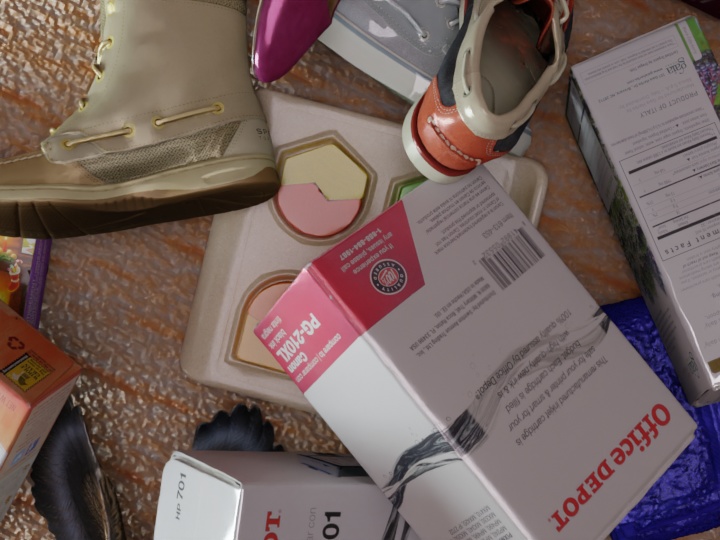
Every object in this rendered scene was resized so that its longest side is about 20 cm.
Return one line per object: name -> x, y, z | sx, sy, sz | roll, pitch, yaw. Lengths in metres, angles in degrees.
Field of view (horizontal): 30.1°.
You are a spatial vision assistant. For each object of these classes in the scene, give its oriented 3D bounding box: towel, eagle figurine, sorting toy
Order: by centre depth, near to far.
towel -> 0.229, 0.076, 0.803 | 0.197, 0.050, 0.150 | -15, 91, 4
eagle figurine -> -0.131, 0.183, 0.808 | 0.151, 0.150, 0.202 | 25, 56, -35
sorting toy -> 0.000, 0.000, 0.824 | 0.197, 0.036, 0.188 | 14, 92, 4

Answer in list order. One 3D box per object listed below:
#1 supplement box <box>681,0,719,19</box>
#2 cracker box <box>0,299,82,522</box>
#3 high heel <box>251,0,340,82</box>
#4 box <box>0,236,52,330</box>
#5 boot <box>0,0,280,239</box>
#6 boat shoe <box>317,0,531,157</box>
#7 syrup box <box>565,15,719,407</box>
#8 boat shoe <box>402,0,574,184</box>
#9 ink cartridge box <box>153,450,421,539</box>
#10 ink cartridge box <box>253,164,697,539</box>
supplement box -> 0.195, -0.220, 0.766 | 0.198, 0.086, 0.112 | 23, 92, -8
cracker box -> -0.264, 0.096, 0.790 | 0.133, 0.058, 0.201 | 37, 120, 7
high heel -> 0.013, -0.180, 0.753 | 0.095, 0.068, 0.202 | 23, 69, 8
box -> -0.296, -0.013, 0.842 | 0.197, 0.039, 0.139 | 10, 91, 4
boot -> -0.155, -0.106, 0.797 | 0.197, 0.073, 0.158 | -8, 78, -4
boat shoe -> 0.028, -0.145, 0.802 | 0.200, 0.070, 0.072 | 35, 96, 5
syrup box -> 0.191, -0.031, 0.766 | 0.081, 0.079, 0.202 | -22, 75, 1
boat shoe -> 0.086, -0.130, 0.753 | 0.071, 0.063, 0.201 | 38, 51, -9
ink cartridge box -> -0.014, 0.183, 0.755 | 0.198, 0.085, 0.149 | 7, 92, -37
ink cartridge box -> 0.064, 0.059, 0.726 | 0.144, 0.084, 0.201 | -35, 83, -38
